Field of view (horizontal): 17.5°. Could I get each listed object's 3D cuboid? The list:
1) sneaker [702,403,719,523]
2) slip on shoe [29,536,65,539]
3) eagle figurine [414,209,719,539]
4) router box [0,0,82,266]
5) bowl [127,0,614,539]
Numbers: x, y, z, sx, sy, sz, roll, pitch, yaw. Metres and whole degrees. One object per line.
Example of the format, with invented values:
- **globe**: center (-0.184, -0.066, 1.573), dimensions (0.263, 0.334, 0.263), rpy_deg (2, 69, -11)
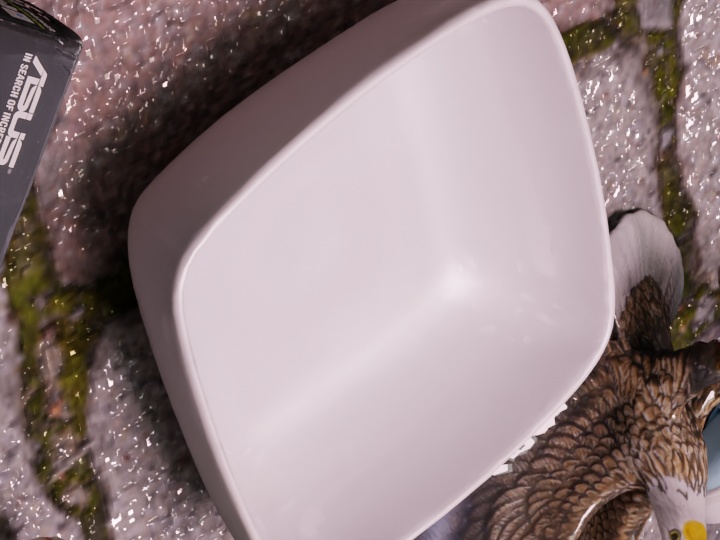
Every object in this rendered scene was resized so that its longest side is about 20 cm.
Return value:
- **sneaker**: center (0.211, 0.029, 1.134), dimensions (0.082, 0.074, 0.200), rpy_deg (44, 82, -17)
- **slip on shoe**: center (-0.149, 0.189, 0.845), dimensions (0.061, 0.074, 0.201), rpy_deg (17, 103, -45)
- **eagle figurine**: center (0.115, 0.090, 1.036), dimensions (0.152, 0.151, 0.200), rpy_deg (43, 113, -9)
- **router box**: center (-0.187, -0.004, 0.704), dimensions (0.149, 0.062, 0.201), rpy_deg (13, 101, -49)
- **bowl**: center (0.000, 0.000, 0.886), dimensions (0.200, 0.075, 0.200), rpy_deg (-38, 134, -24)
